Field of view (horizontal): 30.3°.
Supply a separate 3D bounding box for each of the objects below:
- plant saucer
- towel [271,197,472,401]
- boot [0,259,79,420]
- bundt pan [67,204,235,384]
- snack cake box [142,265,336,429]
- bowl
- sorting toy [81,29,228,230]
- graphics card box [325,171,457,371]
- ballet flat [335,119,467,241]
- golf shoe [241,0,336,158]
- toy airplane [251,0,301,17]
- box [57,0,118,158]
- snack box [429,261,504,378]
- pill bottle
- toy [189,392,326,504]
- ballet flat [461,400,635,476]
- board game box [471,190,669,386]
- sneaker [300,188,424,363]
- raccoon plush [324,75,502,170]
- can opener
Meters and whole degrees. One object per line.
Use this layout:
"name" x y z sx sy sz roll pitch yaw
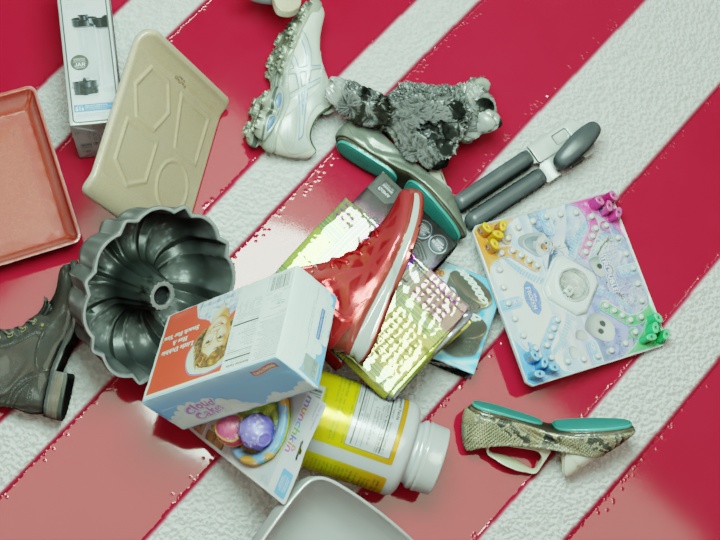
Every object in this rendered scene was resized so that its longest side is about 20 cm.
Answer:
"plant saucer" -0.445 -0.093 1.541 0.198 0.037 0.201 -18 78 -10
"towel" 0.011 0.033 1.478 0.200 0.023 0.144 43 77 6
"boot" -0.403 0.074 1.488 0.173 0.069 0.201 8 74 -2
"bundt pan" -0.239 0.020 1.475 0.201 0.076 0.203 -14 112 -39
"snack cake box" -0.127 0.083 1.386 0.067 0.199 0.116 40 46 -35
"bowl" -0.048 0.338 1.433 0.199 0.075 0.201 40 74 -22
"sorting toy" -0.234 -0.146 1.517 0.036 0.185 0.201 10 74 29
"graphics card box" 0.000 0.000 1.522 0.125 0.051 0.200 45 76 6
"ballet flat" 0.061 -0.119 1.591 0.200 0.067 0.064 38 68 4
"golf shoe" -0.069 -0.229 1.611 0.097 0.078 0.201 22 79 -18
"toy airplane" -0.111 -0.411 1.623 0.199 0.141 0.200 48 39 -4
"box" -0.314 -0.246 1.553 0.060 0.117 0.201 -7 76 -8
"snack box" 0.057 0.036 1.564 0.199 0.037 0.117 21 74 -1
"pill bottle" -0.006 0.181 1.483 0.199 0.109 0.110 19 74 -1
"toy" -0.130 0.154 1.431 0.047 0.200 0.116 17 98 -41
"ballet flat" 0.213 0.198 1.535 0.198 0.068 0.076 7 97 1
"board game box" 0.253 0.016 1.578 0.199 0.026 0.201 -14 77 -21
"sneaker" -0.010 -0.012 1.437 0.115 0.078 0.201 21 74 -1
"raccoon plush" 0.073 -0.209 1.584 0.199 0.097 0.134 34 36 3
"can opener" 0.203 -0.123 1.606 0.199 0.067 0.053 -33 81 -14
